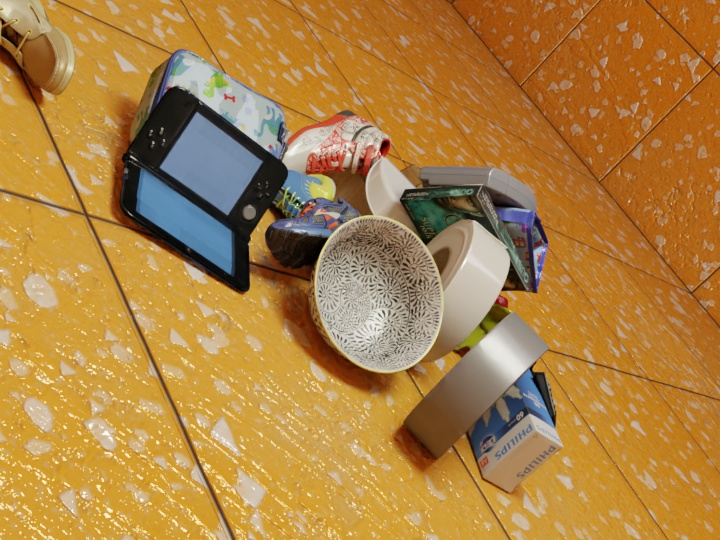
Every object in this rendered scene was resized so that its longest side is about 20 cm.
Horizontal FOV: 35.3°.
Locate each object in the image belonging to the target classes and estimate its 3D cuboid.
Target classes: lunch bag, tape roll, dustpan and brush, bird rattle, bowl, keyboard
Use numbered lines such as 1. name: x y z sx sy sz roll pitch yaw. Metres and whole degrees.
1. lunch bag: -0.199 -0.182 1.507 0.199 0.082 0.162 32 57 -28
2. tape roll: 0.145 0.144 1.421 0.066 0.200 0.200 46 21 10
3. lunch bag: 0.199 -0.051 1.733 0.149 0.095 0.200 10 -18 18
4. dustpan and brush: 0.048 -0.080 1.704 0.140 0.057 0.200 46 22 -9
5. tape roll: 0.119 0.027 1.592 0.071 0.203 0.203 37 22 -14
6. bird rattle: 0.213 0.111 1.812 0.164 0.112 0.200 55 8 -2
7. bowl: 0.002 0.037 1.464 0.199 0.094 0.203 8 76 -34
8. keyboard: 0.266 0.187 1.651 0.200 0.020 0.128 72 2 -67

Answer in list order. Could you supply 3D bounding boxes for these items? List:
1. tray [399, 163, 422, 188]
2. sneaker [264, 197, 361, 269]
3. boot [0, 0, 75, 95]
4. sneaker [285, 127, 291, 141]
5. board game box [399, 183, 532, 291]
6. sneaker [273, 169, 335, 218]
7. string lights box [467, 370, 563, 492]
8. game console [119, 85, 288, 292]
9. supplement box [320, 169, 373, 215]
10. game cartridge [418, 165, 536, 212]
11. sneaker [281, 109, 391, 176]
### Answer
1. tray: 0.127 -0.073 1.891 0.201 0.037 0.099 63 -3 -25
2. sneaker: -0.063 -0.055 1.490 0.199 0.075 0.079 -6 59 -58
3. boot: -0.439 -0.298 1.363 0.155 0.073 0.200 17 32 -51
4. sneaker: -0.179 -0.198 1.636 0.075 0.087 0.200 53 24 19
5. board game box: 0.158 -0.045 1.674 0.200 0.134 0.028 57 47 -35
6. sneaker: -0.091 -0.082 1.626 0.104 0.076 0.200 19 27 -12
7. string lights box: 0.197 0.194 1.558 0.059 0.103 0.201 33 23 -29
8. game console: -0.185 -0.101 1.395 0.200 0.171 0.118 36 -5 -30
9. supplement box: 0.031 -0.093 1.838 0.126 0.074 0.201 18 33 -47
10. game cartridge: 0.187 -0.114 1.699 0.132 0.041 0.200 10 -8 29
11. sneaker: -0.037 -0.181 1.766 0.108 0.068 0.201 33 45 23
